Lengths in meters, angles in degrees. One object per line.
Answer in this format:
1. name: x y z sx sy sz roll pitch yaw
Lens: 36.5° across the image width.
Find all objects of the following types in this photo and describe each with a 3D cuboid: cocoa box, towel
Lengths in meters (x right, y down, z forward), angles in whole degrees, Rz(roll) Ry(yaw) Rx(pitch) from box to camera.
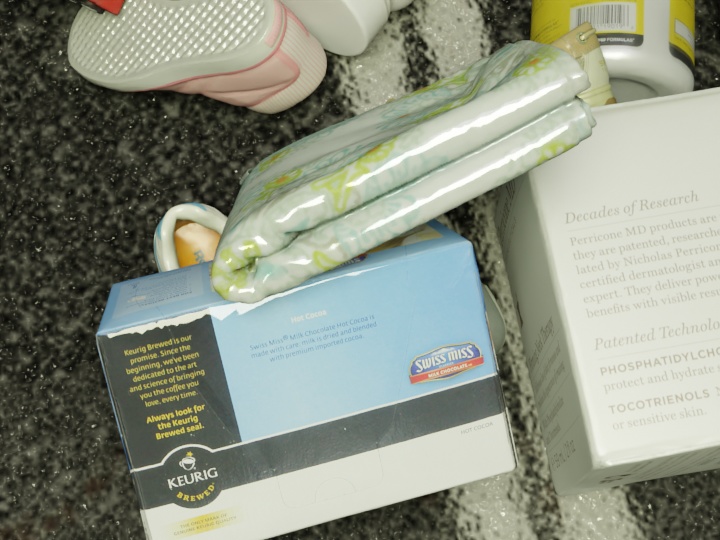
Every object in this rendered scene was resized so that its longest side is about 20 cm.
1. cocoa box: -0.033 0.056 0.612 0.199 0.133 0.132 -14 102 -6
2. towel: 0.018 -0.060 0.569 0.199 0.171 0.048 -27 102 7

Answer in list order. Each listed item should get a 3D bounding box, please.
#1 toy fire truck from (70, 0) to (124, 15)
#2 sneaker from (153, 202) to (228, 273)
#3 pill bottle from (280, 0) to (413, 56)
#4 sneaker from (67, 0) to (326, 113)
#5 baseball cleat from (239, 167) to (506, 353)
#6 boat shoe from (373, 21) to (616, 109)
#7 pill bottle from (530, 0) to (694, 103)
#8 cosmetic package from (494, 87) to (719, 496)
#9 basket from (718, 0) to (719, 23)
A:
1. toy fire truck: -0.228 -0.227 0.732 0.199 0.141 0.049 27 93 35
2. sneaker: -0.069 0.044 0.710 0.076 0.081 0.200 -39 81 -12
3. pill bottle: 0.018 -0.263 0.787 0.114 0.114 0.201 32 75 10
4. sneaker: -0.113 -0.152 0.784 0.199 0.104 0.076 5 80 33
5. baseball cleat: 0.000 0.000 0.713 0.200 0.106 0.070 39 122 19
6. boat shoe: 0.058 -0.099 0.685 0.199 0.073 0.064 -16 96 5
7. pill bottle: 0.178 -0.208 0.769 0.111 0.112 0.201 5 73 2
8. cosmetic package: 0.187 0.018 0.670 0.165 0.167 0.201 -10 72 -1
9. basket: 0.317 -0.259 0.768 0.135 0.180 0.201 10 82 -23
